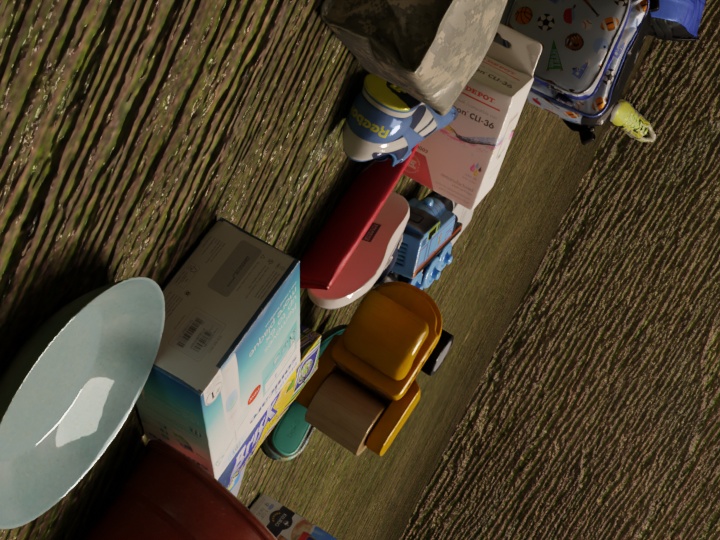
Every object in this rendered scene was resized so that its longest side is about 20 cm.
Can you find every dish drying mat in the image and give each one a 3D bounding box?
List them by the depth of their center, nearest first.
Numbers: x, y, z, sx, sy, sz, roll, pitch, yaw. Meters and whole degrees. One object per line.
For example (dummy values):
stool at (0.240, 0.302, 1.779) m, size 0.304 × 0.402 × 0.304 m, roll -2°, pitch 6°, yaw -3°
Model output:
dish drying mat at (-0.005, -0.064, 1.280) m, size 0.077 × 0.018 × 0.201 m, roll 2°, pitch -126°, yaw 56°

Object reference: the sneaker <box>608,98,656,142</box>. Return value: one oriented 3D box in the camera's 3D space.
sneaker at (0.724, -0.396, 3.173) m, size 0.199 × 0.076 × 0.076 m, roll 17°, pitch 103°, yaw -50°

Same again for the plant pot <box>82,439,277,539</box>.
plant pot at (-0.186, 0.292, 1.072) m, size 0.195 × 0.200 × 0.201 m, roll -46°, pitch 162°, yaw -23°

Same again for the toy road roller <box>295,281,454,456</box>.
toy road roller at (0.016, 0.106, 1.399) m, size 0.201 × 0.123 × 0.146 m, roll -56°, pitch 167°, yaw -12°

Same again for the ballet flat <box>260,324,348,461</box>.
ballet flat at (-0.066, 0.151, 1.496) m, size 0.200 × 0.074 × 0.074 m, roll -52°, pitch 164°, yaw -27°

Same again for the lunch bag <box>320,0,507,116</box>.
lunch bag at (0.072, -0.259, 1.038) m, size 0.201 × 0.117 × 0.164 m, roll -57°, pitch 166°, yaw 3°

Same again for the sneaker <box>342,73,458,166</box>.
sneaker at (0.037, -0.155, 1.227) m, size 0.083 × 0.074 × 0.200 m, roll -61°, pitch 162°, yaw 20°

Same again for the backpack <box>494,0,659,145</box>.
backpack at (0.236, -0.284, 1.447) m, size 0.201 × 0.190 × 0.154 m, roll -65°, pitch 161°, yaw -1°

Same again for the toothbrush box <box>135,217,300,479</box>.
toothbrush box at (-0.125, 0.074, 1.048) m, size 0.147 × 0.085 × 0.200 m, roll -54°, pitch 166°, yaw -27°

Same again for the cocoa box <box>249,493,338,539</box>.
cocoa box at (-0.131, 0.439, 1.657) m, size 0.133 × 0.131 × 0.201 m, roll -47°, pitch 161°, yaw -46°

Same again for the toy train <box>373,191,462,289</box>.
toy train at (0.073, -0.039, 1.562) m, size 0.200 × 0.086 × 0.115 m, roll -41°, pitch 150°, yaw -56°

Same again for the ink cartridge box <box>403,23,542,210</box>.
ink cartridge box at (0.118, -0.185, 1.362) m, size 0.067 × 0.116 × 0.201 m, roll -45°, pitch 158°, yaw -49°

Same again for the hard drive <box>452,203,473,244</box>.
hard drive at (0.126, -0.057, 1.839) m, size 0.200 × 0.026 × 0.132 m, roll -52°, pitch 164°, yaw -35°

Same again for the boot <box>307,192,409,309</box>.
boot at (0.000, 0.000, 1.382) m, size 0.200 × 0.072 × 0.091 m, roll -50°, pitch 157°, yaw -42°

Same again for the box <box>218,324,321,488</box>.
box at (-0.121, 0.136, 1.217) m, size 0.200 × 0.070 × 0.064 m, roll -53°, pitch 162°, yaw -33°

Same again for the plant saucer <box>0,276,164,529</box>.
plant saucer at (-0.212, 0.085, 0.845) m, size 0.201 × 0.039 × 0.201 m, roll -56°, pitch 165°, yaw -23°

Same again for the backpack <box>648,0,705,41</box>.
backpack at (0.529, -0.507, 2.170) m, size 0.200 × 0.162 × 0.169 m, roll -11°, pitch 108°, yaw -62°

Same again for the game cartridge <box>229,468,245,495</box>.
game cartridge at (-0.171, 0.235, 1.309) m, size 0.134 × 0.040 × 0.201 m, roll -56°, pitch 166°, yaw -38°
